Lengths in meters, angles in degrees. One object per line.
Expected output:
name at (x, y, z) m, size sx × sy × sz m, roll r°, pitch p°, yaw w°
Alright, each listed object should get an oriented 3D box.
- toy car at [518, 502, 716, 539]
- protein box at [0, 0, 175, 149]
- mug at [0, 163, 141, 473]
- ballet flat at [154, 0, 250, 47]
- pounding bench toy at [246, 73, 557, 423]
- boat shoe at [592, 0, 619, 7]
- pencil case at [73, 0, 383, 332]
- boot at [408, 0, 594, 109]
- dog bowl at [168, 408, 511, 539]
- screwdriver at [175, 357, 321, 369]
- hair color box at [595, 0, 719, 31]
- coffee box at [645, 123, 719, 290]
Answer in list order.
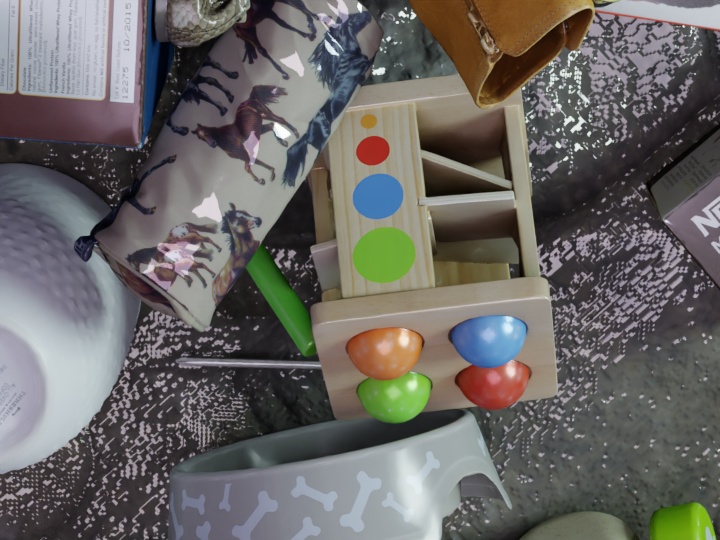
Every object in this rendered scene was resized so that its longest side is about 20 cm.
toy car at (0.146, 0.258, 1.493) m, size 0.163 × 0.158 × 0.201 m, roll -13°, pitch 120°, yaw 18°
protein box at (-0.200, -0.159, 1.325) m, size 0.199 × 0.199 × 0.136 m, roll 5°, pitch 108°, yaw -1°
mug at (-0.222, 0.050, 1.406) m, size 0.200 × 0.175 × 0.148 m, roll -37°, pitch 104°, yaw 12°
ballet flat at (-0.071, -0.187, 1.322) m, size 0.046 × 0.201 × 0.068 m, roll 4°, pitch 133°, yaw 5°
pounding bench toy at (0.000, 0.000, 1.376) m, size 0.199 × 0.157 × 0.124 m, roll -7°, pitch 152°, yaw 3°
boat shoe at (0.131, -0.174, 1.294) m, size 0.201 × 0.061 × 0.072 m, roll -31°, pitch 124°, yaw 35°
pencil case at (-0.065, -0.072, 1.317) m, size 0.089 × 0.078 × 0.201 m, roll 31°, pitch 87°, yaw 35°
boot at (0.081, -0.188, 1.257) m, size 0.070 × 0.144 × 0.202 m, roll -11°, pitch 149°, yaw -34°
dog bowl at (-0.017, 0.123, 1.423) m, size 0.199 × 0.200 × 0.059 m, roll -10°, pitch 93°, yaw 4°
screwdriver at (-0.008, 0.057, 1.479) m, size 0.198 × 0.029 × 0.028 m, roll 0°, pitch 108°, yaw -5°
hair color box at (0.117, -0.197, 1.381) m, size 0.199 × 0.061 × 0.102 m, roll 7°, pitch 108°, yaw -2°
coffee box at (0.272, -0.060, 1.413) m, size 0.200 × 0.080 × 0.113 m, roll -39°, pitch 104°, yaw 11°
